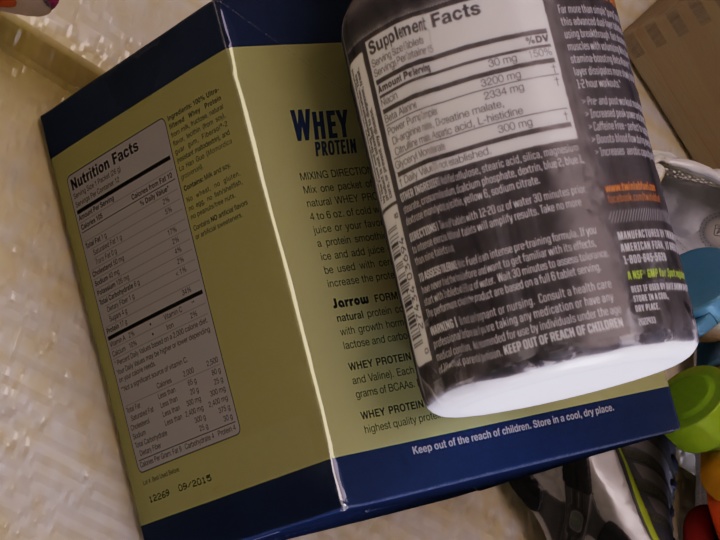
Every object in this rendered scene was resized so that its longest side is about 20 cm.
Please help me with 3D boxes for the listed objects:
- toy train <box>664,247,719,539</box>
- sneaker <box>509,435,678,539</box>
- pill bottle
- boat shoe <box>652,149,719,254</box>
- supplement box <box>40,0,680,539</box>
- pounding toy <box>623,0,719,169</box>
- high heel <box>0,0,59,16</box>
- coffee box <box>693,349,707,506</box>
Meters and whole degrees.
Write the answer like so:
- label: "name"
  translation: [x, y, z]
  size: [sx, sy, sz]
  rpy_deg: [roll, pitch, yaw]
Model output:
- label: "toy train"
  translation: [0.168, 0.092, 0.918]
  size: [0.116, 0.084, 0.201]
  rpy_deg: [51, 35, -33]
- label: "sneaker"
  translation: [0.129, 0.117, 0.983]
  size: [0.081, 0.074, 0.201]
  rpy_deg: [-22, 90, -47]
- label: "pill bottle"
  translation: [0.054, -0.053, 0.771]
  size: [0.106, 0.106, 0.201]
  rpy_deg: [-3, 77, -41]
- label: "boat shoe"
  translation: [0.127, -0.029, 0.981]
  size: [0.199, 0.069, 0.071]
  rpy_deg: [3, 84, -4]
- label: "supplement box"
  translation: [0.000, 0.000, 0.870]
  size: [0.199, 0.134, 0.201]
  rpy_deg: [-8, 79, -42]
- label: "pounding toy"
  translation: [0.288, -0.112, 1.159]
  size: [0.184, 0.142, 0.201]
  rpy_deg: [-42, 102, -42]
- label: "high heel"
  translation: [-0.187, -0.189, 0.823]
  size: [0.200, 0.067, 0.096]
  rpy_deg: [38, 63, -20]
- label: "coffee box"
  translation: [0.308, 0.105, 1.047]
  size: [0.199, 0.197, 0.201]
  rpy_deg: [23, 59, -37]
